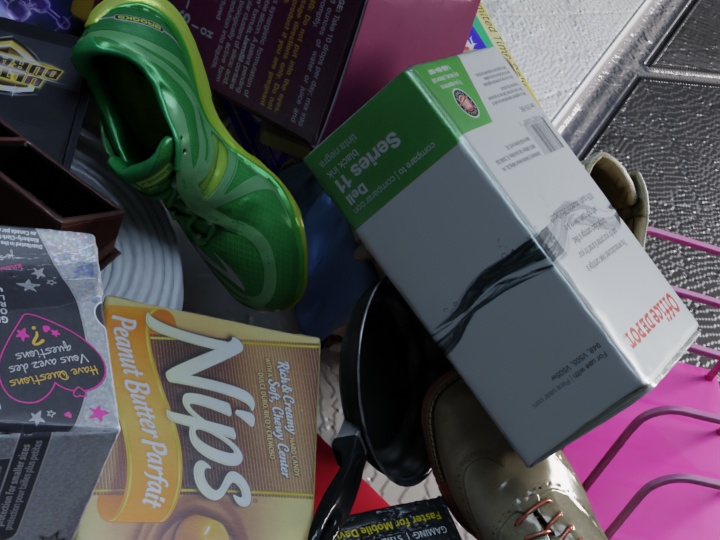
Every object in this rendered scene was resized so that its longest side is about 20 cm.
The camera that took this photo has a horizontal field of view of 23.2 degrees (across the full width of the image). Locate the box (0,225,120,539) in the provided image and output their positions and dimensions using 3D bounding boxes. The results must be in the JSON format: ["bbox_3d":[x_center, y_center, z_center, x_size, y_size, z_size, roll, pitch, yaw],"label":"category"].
[{"bbox_3d":[-0.196,0.084,0.793,0.131,0.201,0.115,6,48,-23],"label":"box"}]

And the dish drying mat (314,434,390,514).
[{"bbox_3d":[-0.027,0.130,0.978,0.200,0.018,0.077,43,44,15],"label":"dish drying mat"}]

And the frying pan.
[{"bbox_3d":[0.010,0.087,0.908,0.031,0.115,0.191,-2,53,28],"label":"frying pan"}]

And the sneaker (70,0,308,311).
[{"bbox_3d":[-0.102,-0.055,0.979,0.201,0.074,0.084,58,37,-13],"label":"sneaker"}]

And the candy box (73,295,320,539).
[{"bbox_3d":[-0.083,0.115,0.848,0.114,0.055,0.201,12,49,-13],"label":"candy box"}]

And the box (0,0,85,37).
[{"bbox_3d":[-0.201,-0.214,1.131,0.141,0.079,0.200,43,52,-6],"label":"box"}]

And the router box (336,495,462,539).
[{"bbox_3d":[-0.023,0.203,0.872,0.198,0.051,0.150,-9,55,-26],"label":"router box"}]

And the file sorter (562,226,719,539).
[{"bbox_3d":[0.195,0.092,1.057,0.138,0.126,0.201,14,44,-16],"label":"file sorter"}]

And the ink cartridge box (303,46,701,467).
[{"bbox_3d":[0.080,-0.012,0.935,0.201,0.083,0.146,54,24,5],"label":"ink cartridge box"}]

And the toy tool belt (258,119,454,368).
[{"bbox_3d":[0.000,0.000,1.031,0.122,0.125,0.201,25,37,-44],"label":"toy tool belt"}]

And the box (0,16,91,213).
[{"bbox_3d":[-0.252,-0.069,0.927,0.198,0.050,0.200,15,44,-10],"label":"box"}]

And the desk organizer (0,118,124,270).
[{"bbox_3d":[-0.207,-0.072,0.860,0.199,0.077,0.072,37,47,9],"label":"desk organizer"}]

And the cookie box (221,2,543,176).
[{"bbox_3d":[0.007,-0.134,1.209,0.198,0.075,0.172,-3,51,-31],"label":"cookie box"}]

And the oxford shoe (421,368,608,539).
[{"bbox_3d":[0.102,0.138,0.930,0.070,0.075,0.201,-36,105,-11],"label":"oxford shoe"}]

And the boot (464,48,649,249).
[{"bbox_3d":[0.110,-0.057,1.082,0.071,0.154,0.202,2,78,-26],"label":"boot"}]

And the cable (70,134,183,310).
[{"bbox_3d":[-0.191,0.003,0.972,0.199,0.069,0.200,-23,63,-41],"label":"cable"}]

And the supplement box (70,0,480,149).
[{"bbox_3d":[-0.050,-0.160,1.045,0.199,0.104,0.131,30,20,27],"label":"supplement box"}]
